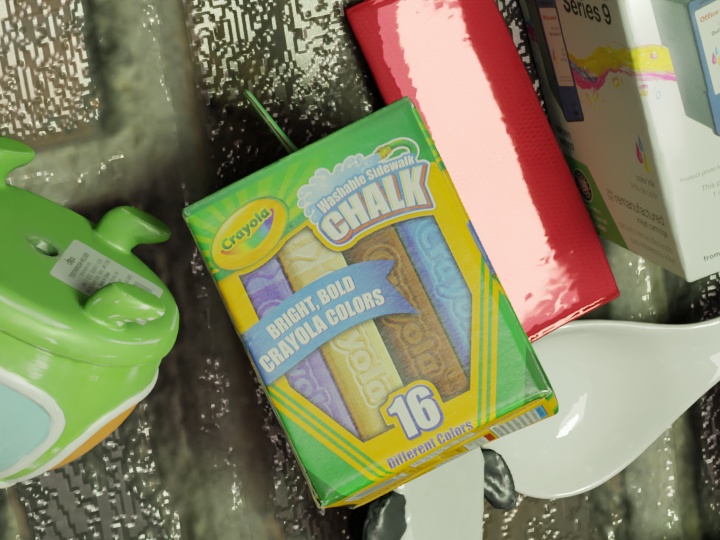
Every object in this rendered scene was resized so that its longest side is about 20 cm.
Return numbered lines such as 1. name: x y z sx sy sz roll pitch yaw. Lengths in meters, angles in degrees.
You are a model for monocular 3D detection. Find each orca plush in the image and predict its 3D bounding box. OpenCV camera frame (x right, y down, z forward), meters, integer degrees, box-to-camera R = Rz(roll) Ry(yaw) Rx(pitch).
1. orca plush: 0.031 0.144 1.179 0.105 0.071 0.201 -39 120 -32

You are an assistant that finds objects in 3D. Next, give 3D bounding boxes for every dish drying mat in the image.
1. dish drying mat: 0.065 -0.060 1.146 0.077 0.018 0.201 -27 102 -12

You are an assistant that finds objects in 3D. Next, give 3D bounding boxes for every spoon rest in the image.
1. spoon rest: 0.152 0.051 1.198 0.199 0.061 0.100 -30 111 -12

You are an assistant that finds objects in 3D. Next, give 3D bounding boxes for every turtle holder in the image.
1. turtle holder: -0.184 0.023 1.028 0.185 0.141 0.132 17 114 -32

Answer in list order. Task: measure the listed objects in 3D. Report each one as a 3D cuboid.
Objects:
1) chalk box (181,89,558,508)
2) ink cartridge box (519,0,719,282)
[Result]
1. chalk box: 0.000 0.000 1.065 0.123 0.124 0.201 -25 81 4
2. ink cartridge box: 0.148 -0.113 1.110 0.087 0.145 0.201 -19 109 -13
